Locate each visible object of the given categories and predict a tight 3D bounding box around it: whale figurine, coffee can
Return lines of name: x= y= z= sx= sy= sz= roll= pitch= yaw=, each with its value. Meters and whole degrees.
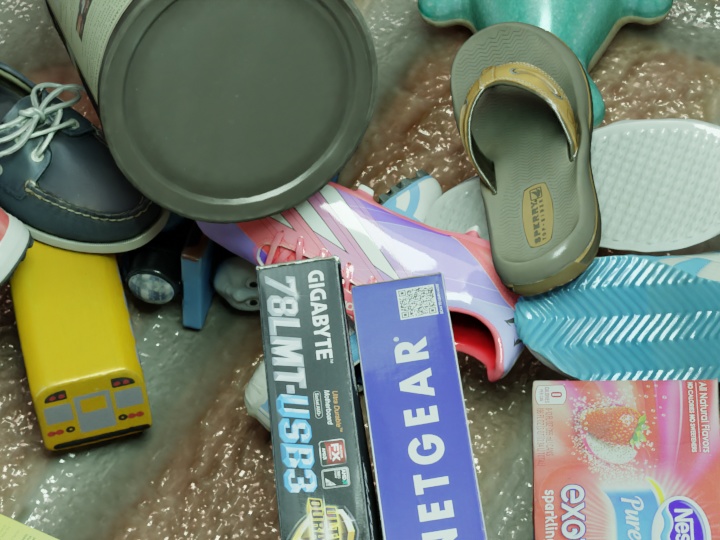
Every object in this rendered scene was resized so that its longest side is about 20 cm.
whale figurine: x=0.112 y=-0.175 z=1.577 sx=0.158 sy=0.104 sz=0.201 roll=1 pitch=51 yaw=7
coffee can: x=-0.087 y=-0.134 z=1.388 sx=0.145 sy=0.147 sz=0.200 roll=-18 pitch=30 yaw=-8

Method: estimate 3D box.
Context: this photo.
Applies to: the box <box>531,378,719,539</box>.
box: x=0.138 y=0.161 z=1.304 sx=0.102 sy=0.095 sz=0.201 roll=-1 pitch=51 yaw=5

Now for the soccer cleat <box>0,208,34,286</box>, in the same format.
soccer cleat: x=-0.258 y=-0.023 z=1.463 sx=0.199 sy=0.073 sz=0.068 roll=1 pitch=53 yaw=57

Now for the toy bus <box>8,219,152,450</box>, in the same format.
toy bus: x=-0.169 y=0.009 z=1.475 sx=0.065 sy=0.079 sz=0.201 roll=-13 pitch=51 yaw=-5

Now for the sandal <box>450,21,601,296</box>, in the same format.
sandal: x=0.081 y=-0.071 z=1.384 sx=0.081 sy=0.055 sz=0.201 roll=-26 pitch=41 yaw=22

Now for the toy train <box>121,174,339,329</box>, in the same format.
toy train: x=-0.071 y=-0.057 z=1.517 sx=0.113 sy=0.087 sz=0.201 roll=12 pitch=53 yaw=8

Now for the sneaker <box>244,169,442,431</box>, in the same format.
sneaker: x=0.003 y=0.024 z=1.458 sx=0.072 sy=0.072 sz=0.201 roll=33 pitch=54 yaw=-2

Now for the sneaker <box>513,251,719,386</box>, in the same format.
sneaker: x=0.171 y=0.027 z=1.396 sx=0.198 sy=0.081 sz=0.077 roll=-1 pitch=92 yaw=-21

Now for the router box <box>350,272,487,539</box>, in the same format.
router box: x=0.037 y=0.136 z=1.282 sx=0.048 sy=0.180 sz=0.201 roll=-8 pitch=51 yaw=0

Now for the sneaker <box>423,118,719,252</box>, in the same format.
sneaker: x=0.143 y=-0.047 z=1.450 sx=0.199 sy=0.073 sz=0.114 roll=-8 pitch=3 yaw=28

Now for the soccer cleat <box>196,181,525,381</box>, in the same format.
soccer cleat: x=0.000 y=0.000 z=1.391 sx=0.198 sy=0.067 sz=0.077 roll=17 pitch=57 yaw=4

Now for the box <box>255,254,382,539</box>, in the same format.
box: x=-0.013 y=0.131 z=1.278 sx=0.049 sy=0.199 sz=0.201 roll=-8 pitch=49 yaw=-1

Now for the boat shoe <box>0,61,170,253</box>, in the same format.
boat shoe: x=-0.191 y=-0.078 z=1.456 sx=0.199 sy=0.062 sz=0.075 roll=34 pitch=59 yaw=28

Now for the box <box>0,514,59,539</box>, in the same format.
box: x=-0.135 y=0.194 z=1.338 sx=0.199 sy=0.050 sz=0.075 roll=19 pitch=55 yaw=21
